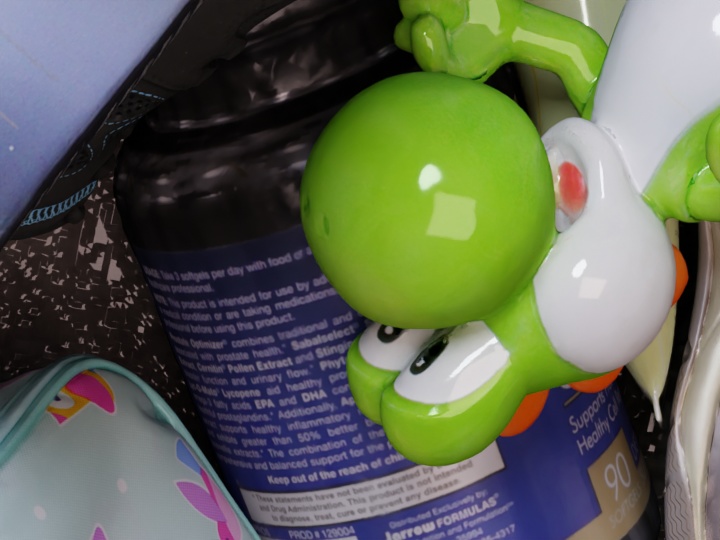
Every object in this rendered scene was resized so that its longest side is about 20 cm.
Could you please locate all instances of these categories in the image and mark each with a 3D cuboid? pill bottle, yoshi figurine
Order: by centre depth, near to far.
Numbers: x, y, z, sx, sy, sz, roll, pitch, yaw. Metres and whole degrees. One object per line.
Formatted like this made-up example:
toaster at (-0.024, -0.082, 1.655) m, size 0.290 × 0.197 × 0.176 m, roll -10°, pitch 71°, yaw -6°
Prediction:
yoshi figurine at (0.062, -0.044, 0.711) m, size 0.112 × 0.112 × 0.200 m, roll 43°, pitch 89°, yaw -4°
pill bottle at (0.000, 0.000, 0.805) m, size 0.111 × 0.112 × 0.201 m, roll -22°, pitch 107°, yaw -7°

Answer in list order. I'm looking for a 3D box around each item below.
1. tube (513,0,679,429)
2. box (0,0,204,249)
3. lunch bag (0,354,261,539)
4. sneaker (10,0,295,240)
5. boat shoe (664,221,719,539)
tube at (0.061, -0.057, 0.804) m, size 0.058 × 0.052 × 0.201 m, roll -7°, pitch 83°, yaw -43°
box at (-0.099, -0.129, 0.598) m, size 0.200 × 0.123 × 0.199 m, roll 39°, pitch 71°, yaw -6°
lunch bag at (-0.063, 0.135, 0.740) m, size 0.077 × 0.160 × 0.201 m, roll -24°, pitch 105°, yaw 29°
sneaker at (-0.072, -0.058, 0.718) m, size 0.199 × 0.073 × 0.082 m, roll -24°, pitch 137°, yaw -2°
boat shoe at (0.124, 0.027, 0.796) m, size 0.073 × 0.074 × 0.201 m, roll 5°, pitch 96°, yaw 17°
